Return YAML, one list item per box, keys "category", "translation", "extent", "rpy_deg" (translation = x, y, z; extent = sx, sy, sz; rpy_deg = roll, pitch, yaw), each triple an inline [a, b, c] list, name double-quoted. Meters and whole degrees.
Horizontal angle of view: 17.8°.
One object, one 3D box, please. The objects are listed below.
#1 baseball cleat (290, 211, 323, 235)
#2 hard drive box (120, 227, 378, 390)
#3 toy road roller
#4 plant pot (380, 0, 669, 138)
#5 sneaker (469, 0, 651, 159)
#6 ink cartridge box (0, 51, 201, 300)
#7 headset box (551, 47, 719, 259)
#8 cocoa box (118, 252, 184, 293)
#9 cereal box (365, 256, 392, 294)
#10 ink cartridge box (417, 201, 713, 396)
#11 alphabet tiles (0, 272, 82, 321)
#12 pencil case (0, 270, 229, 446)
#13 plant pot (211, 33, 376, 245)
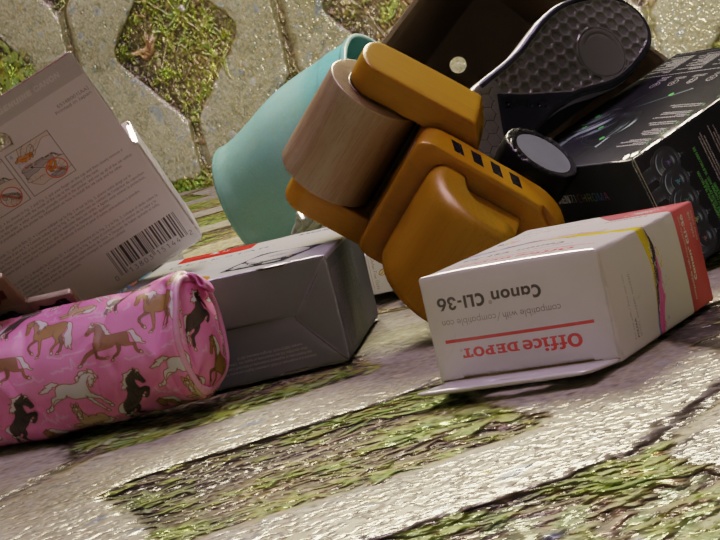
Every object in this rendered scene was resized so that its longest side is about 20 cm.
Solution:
- category: "baseball cleat"
  translation: [0.012, -0.052, 1.976]
  extent: [0.106, 0.070, 0.200]
  rpy_deg: [2, -18, -28]
- category: "hard drive box"
  translation: [-0.078, 0.028, 1.624]
  extent: [0.155, 0.077, 0.200]
  rpy_deg: [-13, 6, 7]
- category: "toy road roller"
  translation: [0.043, -0.046, 1.552]
  extent: [0.123, 0.200, 0.146]
  rpy_deg: [-59, 4, 27]
- category: "plant pot"
  translation: [0.113, -0.144, 1.893]
  extent: [0.200, 0.200, 0.177]
  rpy_deg: [-53, 0, 4]
- category: "sneaker"
  translation: [0.117, -0.123, 1.723]
  extent: [0.202, 0.077, 0.146]
  rpy_deg: [-35, -4, -27]
- category: "ink cartridge box"
  translation: [-0.239, -0.041, 1.602]
  extent: [0.200, 0.176, 0.045]
  rpy_deg: [-32, 31, 2]
- category: "headset box"
  translation: [0.224, -0.077, 1.638]
  extent: [0.200, 0.093, 0.174]
  rpy_deg: [-34, 14, -25]
- category: "cocoa box"
  translation: [-0.251, 0.021, 1.809]
  extent: [0.199, 0.134, 0.131]
  rpy_deg: [-10, 8, 27]
- category: "cereal box"
  translation: [0.000, 0.000, 1.877]
  extent: [0.199, 0.040, 0.144]
  rpy_deg: [-11, 4, 18]
- category: "ink cartridge box"
  translation: [0.114, 0.016, 1.336]
  extent: [0.116, 0.068, 0.200]
  rpy_deg: [-11, 7, 28]
- category: "alphabet tiles"
  translation: [-0.268, 0.058, 1.593]
  extent: [0.199, 0.006, 0.167]
  rpy_deg: [-12, -35, 17]
- category: "pencil case"
  translation: [-0.182, 0.059, 1.501]
  extent: [0.199, 0.087, 0.083]
  rpy_deg: [-12, 22, 21]
- category: "plant pot"
  translation: [-0.036, -0.101, 2.275]
  extent: [0.188, 0.200, 0.200]
  rpy_deg: [-28, 1, 20]
